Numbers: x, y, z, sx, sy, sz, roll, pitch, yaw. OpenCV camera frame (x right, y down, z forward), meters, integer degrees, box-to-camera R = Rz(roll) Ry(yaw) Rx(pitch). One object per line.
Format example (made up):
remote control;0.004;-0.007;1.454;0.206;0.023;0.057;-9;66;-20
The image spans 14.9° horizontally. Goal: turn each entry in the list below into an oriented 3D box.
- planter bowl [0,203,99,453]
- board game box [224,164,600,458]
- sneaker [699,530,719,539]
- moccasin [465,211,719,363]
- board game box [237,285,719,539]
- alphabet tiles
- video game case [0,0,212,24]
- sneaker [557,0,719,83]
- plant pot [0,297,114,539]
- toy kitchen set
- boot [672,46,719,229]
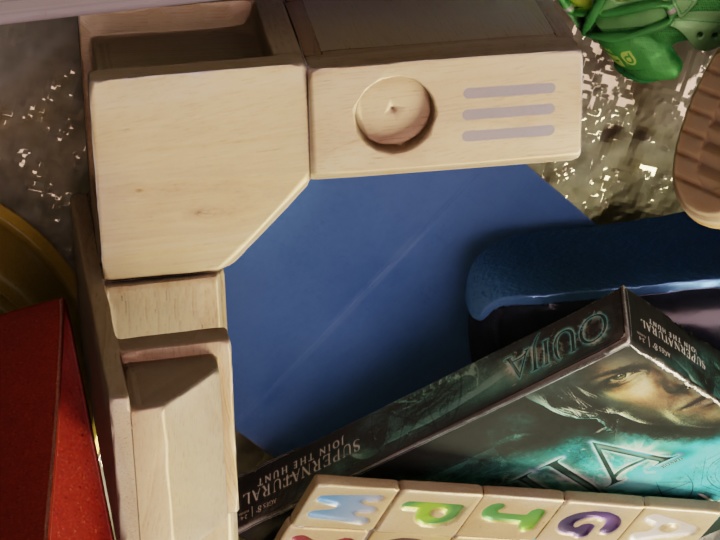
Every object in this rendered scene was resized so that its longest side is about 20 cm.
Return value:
planter bowl;-0.186;0.069;1.043;0.199;0.084;0.202;-6;113;-14
board game box;0.000;0.000;1.097;0.200;0.039;0.158;38;103;-24
sneaker;0.172;0.057;1.163;0.200;0.079;0.095;-49;138;8
moccasin;0.139;0.017;1.082;0.199;0.081;0.069;-1;121;-3
board game box;0.065;0.082;1.078;0.199;0.028;0.135;-28;137;33
alphabet tiles;0.031;0.137;1.115;0.166;0.008;0.200;5;146;-18
video game case;-0.127;-0.175;0.951;0.199;0.022;0.183;-5;113;9
sneaker;0.105;-0.115;1.058;0.199;0.074;0.084;12;104;-21
plant pot;-0.171;0.150;0.936;0.175;0.200;0.201;-8;115;-1
toy kitchen set;-0.008;0.020;0.988;0.179;0.163;0.201;-5;117;-8
boot;0.216;-0.066;1.078;0.200;0.072;0.166;-49;145;-4
